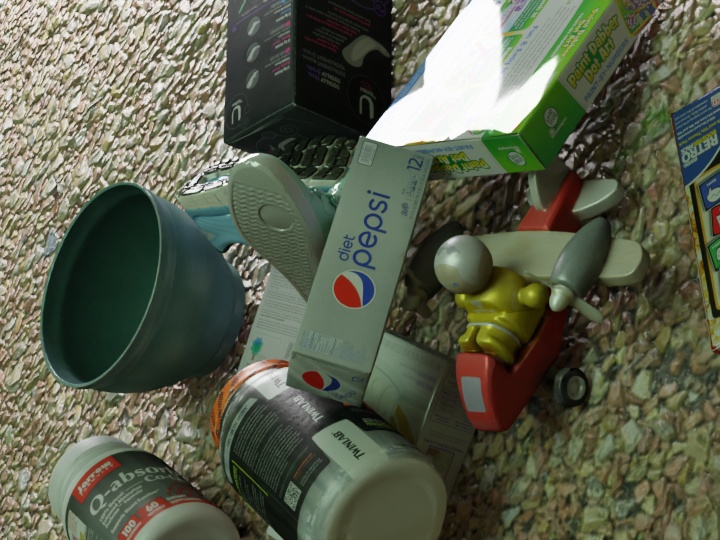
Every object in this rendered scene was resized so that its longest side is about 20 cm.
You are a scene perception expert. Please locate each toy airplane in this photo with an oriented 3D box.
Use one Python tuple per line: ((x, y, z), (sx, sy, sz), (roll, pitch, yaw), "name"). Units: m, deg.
((0.118, -0.003, 1.537), (0.200, 0.141, 0.199), (-48, 41, 27), "toy airplane")

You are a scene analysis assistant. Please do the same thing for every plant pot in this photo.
((-0.196, 0.031, 1.923), (0.200, 0.134, 0.201), (-27, 54, 43), "plant pot")

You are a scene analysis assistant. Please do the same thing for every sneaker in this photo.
((-0.061, -0.060, 1.794), (0.200, 0.090, 0.078), (-8, 29, 31), "sneaker")
((-0.037, -0.058, 1.655), (0.074, 0.201, 0.118), (2, 55, 31), "sneaker")

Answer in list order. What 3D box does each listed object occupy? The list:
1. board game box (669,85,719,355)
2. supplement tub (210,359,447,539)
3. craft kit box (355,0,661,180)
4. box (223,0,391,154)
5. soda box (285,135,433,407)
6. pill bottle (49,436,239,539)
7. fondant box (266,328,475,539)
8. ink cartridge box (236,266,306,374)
((0.301, -0.054, 1.411), (0.151, 0.046, 0.201), (-31, 51, 40), "board game box")
((-0.031, 0.154, 1.574), (0.200, 0.122, 0.123), (37, 103, 50), "supplement tub")
((0.119, -0.157, 1.621), (0.197, 0.049, 0.200), (-5, 42, 53), "craft kit box")
((-0.048, -0.202, 1.854), (0.106, 0.122, 0.201), (-25, 55, 43), "box")
((0.000, 0.000, 1.561), (0.068, 0.063, 0.200), (103, -176, -62), "soda box")
((-0.203, 0.232, 1.840), (0.200, 0.116, 0.116), (29, 97, 53), "pill bottle")
((0.014, 0.154, 1.665), (0.144, 0.058, 0.201), (22, 92, 53), "fondant box")
((-0.042, 0.029, 1.809), (0.119, 0.042, 0.201), (12, 85, 53), "ink cartridge box")
